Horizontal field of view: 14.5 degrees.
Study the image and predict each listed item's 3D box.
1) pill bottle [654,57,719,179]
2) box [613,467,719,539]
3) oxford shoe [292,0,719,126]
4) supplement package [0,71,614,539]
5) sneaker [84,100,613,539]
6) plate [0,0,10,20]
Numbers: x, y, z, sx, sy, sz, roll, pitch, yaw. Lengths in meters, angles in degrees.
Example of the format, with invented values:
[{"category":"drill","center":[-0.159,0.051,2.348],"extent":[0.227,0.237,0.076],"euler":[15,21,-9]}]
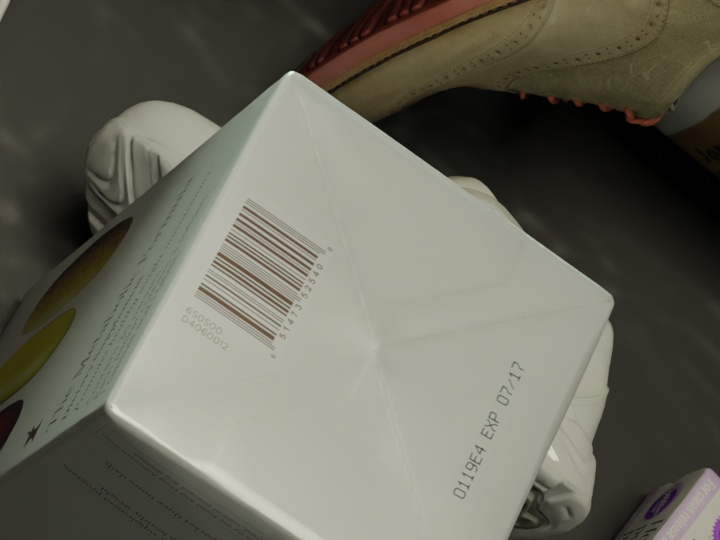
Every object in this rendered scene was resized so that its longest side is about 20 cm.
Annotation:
[{"category":"pill bottle","center":[0.155,-0.080,0.983],"extent":[0.200,0.114,0.114],"euler":[38,60,-10]},{"category":"box","center":[0.063,0.146,0.901],"extent":[0.041,0.039,0.200],"euler":[47,59,-6]},{"category":"oxford shoe","center":[0.067,-0.073,0.908],"extent":[0.075,0.200,0.070],"euler":[63,25,-16]},{"category":"supplement package","center":[-0.041,0.049,0.787],"extent":[0.109,0.200,0.114],"euler":[35,60,-13]},{"category":"sneaker","center":[0.000,0.000,0.908],"extent":[0.200,0.078,0.100],"euler":[38,53,-21]},{"category":"plate","center":[-0.175,-0.186,0.900],"extent":[0.200,0.032,0.200],"euler":[29,63,-16]}]
